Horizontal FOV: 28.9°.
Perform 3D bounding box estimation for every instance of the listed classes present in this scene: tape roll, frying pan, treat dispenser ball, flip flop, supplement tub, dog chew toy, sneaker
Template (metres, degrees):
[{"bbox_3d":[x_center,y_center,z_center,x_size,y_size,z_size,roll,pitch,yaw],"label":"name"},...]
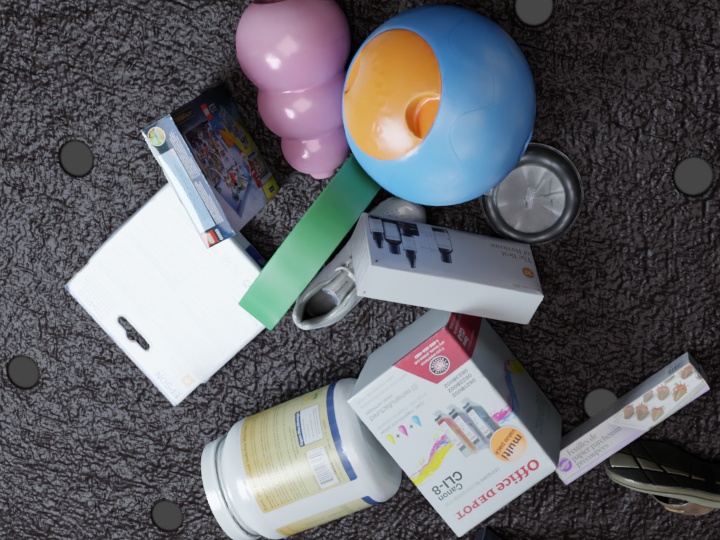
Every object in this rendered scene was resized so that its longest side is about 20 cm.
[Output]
[{"bbox_3d":[-0.052,-0.030,1.489,0.048,0.201,0.201,37,109,-2],"label":"tape roll"},{"bbox_3d":[0.155,-0.102,1.522,0.189,0.031,0.115,33,109,-3],"label":"frying pan"},{"bbox_3d":[0.080,-0.168,1.424,0.198,0.201,0.203,3,107,10],"label":"treat dispenser ball"},{"bbox_3d":[0.369,0.244,1.562,0.198,0.081,0.058,12,123,2],"label":"flip flop"},{"bbox_3d":[-0.067,0.220,1.594,0.198,0.145,0.146,-22,101,16],"label":"supplement tub"},{"bbox_3d":[-0.060,-0.196,1.489,0.123,0.125,0.202,-8,112,13],"label":"dog chew toy"},{"bbox_3d":[0.000,0.000,1.548,0.074,0.087,0.200,42,108,-1],"label":"sneaker"}]

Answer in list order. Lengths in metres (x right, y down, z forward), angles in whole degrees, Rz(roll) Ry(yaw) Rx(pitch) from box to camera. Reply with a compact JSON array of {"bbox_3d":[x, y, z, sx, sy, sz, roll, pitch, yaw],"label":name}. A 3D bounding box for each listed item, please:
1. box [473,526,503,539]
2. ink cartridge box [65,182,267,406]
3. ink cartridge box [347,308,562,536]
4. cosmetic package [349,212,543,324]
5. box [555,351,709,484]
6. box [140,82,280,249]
[{"bbox_3d":[0.122,0.422,1.628,0.106,0.122,0.201,36,109,0],"label":"box"},{"bbox_3d":[-0.209,0.022,1.618,0.200,0.041,0.200,-40,96,19],"label":"ink cartridge box"},{"bbox_3d":[0.110,0.155,1.542,0.145,0.145,0.200,-38,97,18],"label":"ink cartridge box"},{"bbox_3d":[0.092,-0.002,1.488,0.198,0.083,0.051,10,135,-18],"label":"cosmetic package"},{"bbox_3d":[0.299,0.166,1.564,0.199,0.041,0.039,-38,96,17],"label":"box"},{"bbox_3d":[-0.154,-0.115,1.483,0.037,0.200,0.138,-26,100,17],"label":"box"}]
